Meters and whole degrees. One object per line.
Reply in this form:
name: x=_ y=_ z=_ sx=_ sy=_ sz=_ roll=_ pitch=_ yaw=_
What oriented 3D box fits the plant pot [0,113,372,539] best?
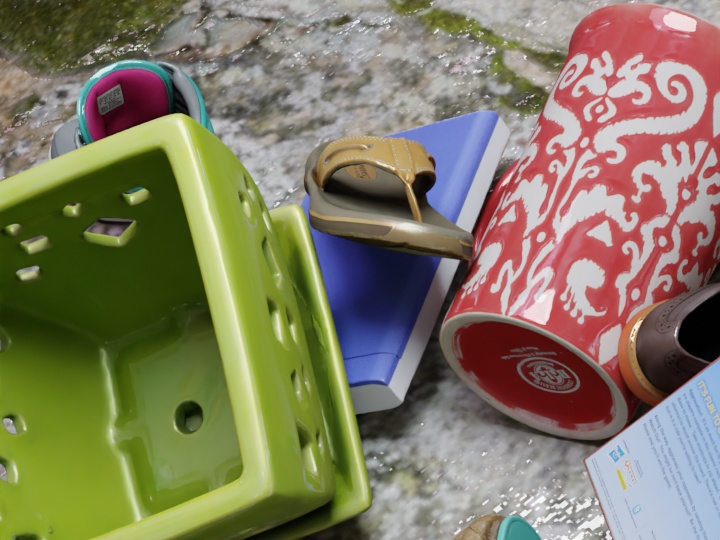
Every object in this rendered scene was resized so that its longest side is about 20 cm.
plant pot: x=-0.110 y=0.060 z=1.225 sx=0.199 sy=0.181 sz=0.200 roll=-20 pitch=73 yaw=19

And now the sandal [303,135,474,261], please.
sandal: x=0.011 y=-0.049 z=1.288 sx=0.080 sy=0.054 sz=0.200 roll=8 pitch=15 yaw=-12

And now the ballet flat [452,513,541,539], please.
ballet flat: x=0.044 y=0.202 z=1.137 sx=0.072 sy=0.068 sz=0.201 roll=-27 pitch=36 yaw=31

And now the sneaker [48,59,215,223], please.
sneaker: x=-0.143 y=-0.078 z=1.470 sx=0.084 sy=0.121 sz=0.199 roll=-44 pitch=44 yaw=-19

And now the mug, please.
mug: x=0.128 y=-0.013 z=1.289 sx=0.133 sy=0.178 sz=0.201 roll=28 pitch=62 yaw=2

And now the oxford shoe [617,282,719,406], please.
oxford shoe: x=0.228 y=0.022 z=1.178 sx=0.199 sy=0.073 sz=0.072 roll=-17 pitch=82 yaw=-15

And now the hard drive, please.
hard drive: x=0.000 y=0.000 z=1.366 sx=0.131 sy=0.025 sz=0.201 roll=-13 pitch=41 yaw=39

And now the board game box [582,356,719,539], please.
board game box: x=0.170 y=0.136 z=1.069 sx=0.103 sy=0.019 sz=0.201 roll=-40 pitch=45 yaw=25
